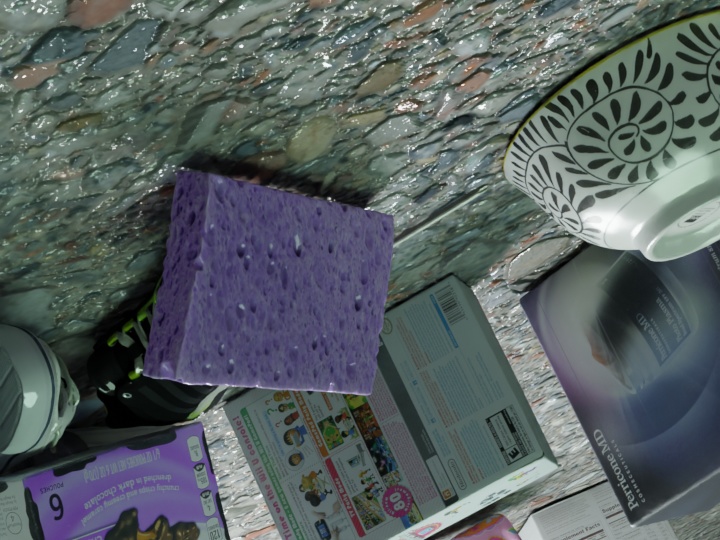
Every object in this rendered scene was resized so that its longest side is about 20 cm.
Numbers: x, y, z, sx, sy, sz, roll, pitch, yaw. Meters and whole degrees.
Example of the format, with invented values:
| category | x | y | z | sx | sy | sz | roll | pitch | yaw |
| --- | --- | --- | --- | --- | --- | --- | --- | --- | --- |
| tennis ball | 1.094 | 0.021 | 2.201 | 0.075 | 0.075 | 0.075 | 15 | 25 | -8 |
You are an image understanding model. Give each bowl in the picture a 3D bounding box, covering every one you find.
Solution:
| category | x | y | z | sx | sy | sz | roll | pitch | yaw |
| --- | --- | --- | --- | --- | --- | --- | --- | --- | --- |
| bowl | 0.198 | -0.068 | 1.206 | 0.199 | 0.095 | 0.201 | -23 | 161 | -8 |

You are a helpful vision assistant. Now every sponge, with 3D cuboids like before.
| category | x | y | z | sx | sy | sz | roll | pitch | yaw |
| --- | --- | --- | --- | --- | --- | --- | --- | --- | --- |
| sponge | -0.047 | 0.012 | 1.091 | 0.030 | 0.113 | 0.199 | 8 | 179 | 32 |

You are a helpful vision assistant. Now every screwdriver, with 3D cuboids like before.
| category | x | y | z | sx | sy | sz | roll | pitch | yaw |
| --- | --- | --- | --- | --- | --- | --- | --- | --- | --- |
| screwdriver | 0.000 | 0.000 | 1.219 | 0.199 | 0.029 | 0.028 | -26 | 161 | 17 |

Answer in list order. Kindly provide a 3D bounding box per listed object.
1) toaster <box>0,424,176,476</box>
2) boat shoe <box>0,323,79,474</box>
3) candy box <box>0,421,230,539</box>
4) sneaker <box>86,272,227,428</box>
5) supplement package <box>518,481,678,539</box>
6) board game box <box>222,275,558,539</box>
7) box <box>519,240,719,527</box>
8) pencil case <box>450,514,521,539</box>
| category | x | y | z | sx | sy | sz | roll | pitch | yaw |
| --- | --- | --- | --- | --- | --- | --- | --- | --- | --- |
| toaster | -0.190 | 0.186 | 1.338 | 0.128 | 0.114 | 0.200 | -6 | 151 | -49 |
| boat shoe | -0.199 | 0.071 | 1.116 | 0.066 | 0.074 | 0.200 | -20 | 173 | -28 |
| candy box | -0.148 | 0.210 | 1.167 | 0.071 | 0.202 | 0.167 | -14 | 180 | 35 |
| sneaker | -0.122 | 0.055 | 1.155 | 0.082 | 0.072 | 0.200 | -17 | 159 | -19 |
| supplement package | 0.272 | 0.344 | 2.302 | 0.154 | 0.112 | 0.200 | -20 | 159 | -17 |
| board game box | 0.021 | 0.119 | 1.379 | 0.199 | 0.149 | 0.064 | -29 | 163 | 9 |
| box | 0.255 | 0.055 | 1.423 | 0.123 | 0.201 | 0.198 | -3 | 150 | -48 |
| pencil case | 0.085 | 0.337 | 2.075 | 0.198 | 0.088 | 0.088 | -22 | 160 | -12 |
